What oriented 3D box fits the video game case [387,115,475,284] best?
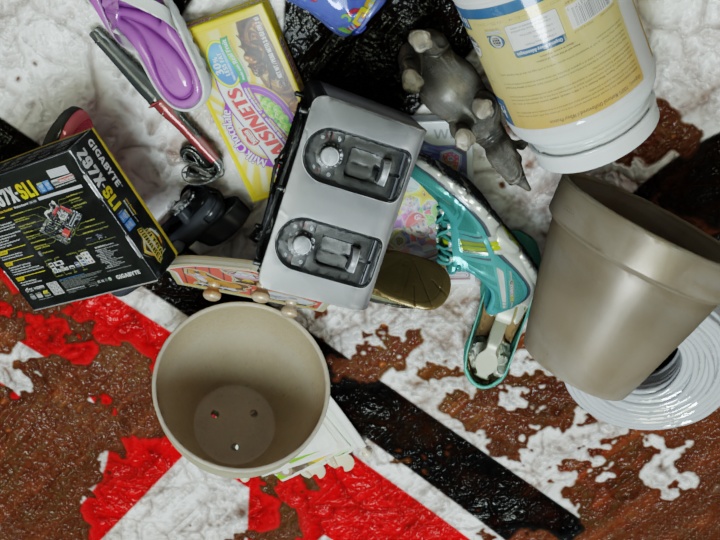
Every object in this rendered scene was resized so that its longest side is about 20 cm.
[{"bbox_3d":[0.052,-0.071,1.088,0.141,0.018,0.202,-1,123,8],"label":"video game case"}]

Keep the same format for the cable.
[{"bbox_3d":[0.322,0.095,1.137,0.199,0.070,0.200,-35,114,26],"label":"cable"}]

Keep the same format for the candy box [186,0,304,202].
[{"bbox_3d":[-0.104,-0.170,1.035,0.101,0.027,0.201,-13,121,19],"label":"candy box"}]

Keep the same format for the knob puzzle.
[{"bbox_3d":[-0.118,0.021,1.079,0.217,0.031,0.220,11,169,2],"label":"knob puzzle"}]

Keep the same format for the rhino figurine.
[{"bbox_3d":[0.106,-0.153,0.976,0.060,0.088,0.200,-38,105,17],"label":"rhino figurine"}]

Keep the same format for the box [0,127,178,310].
[{"bbox_3d":[-0.308,-0.046,1.039,0.198,0.049,0.161,-13,120,33],"label":"box"}]

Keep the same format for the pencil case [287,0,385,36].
[{"bbox_3d":[-0.067,-0.286,0.919,0.198,0.078,0.088,26,94,-10],"label":"pencil case"}]

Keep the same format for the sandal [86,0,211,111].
[{"bbox_3d":[-0.215,-0.240,0.967,0.082,0.050,0.203,-30,105,32],"label":"sandal"}]

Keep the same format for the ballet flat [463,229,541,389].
[{"bbox_3d":[0.159,0.054,1.127,0.067,0.071,0.202,12,124,1],"label":"ballet flat"}]

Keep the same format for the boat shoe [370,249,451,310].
[{"bbox_3d":[0.000,0.000,1.089,0.198,0.074,0.065,23,165,9],"label":"boat shoe"}]

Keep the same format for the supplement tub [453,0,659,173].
[{"bbox_3d":[0.179,-0.205,0.906,0.143,0.145,0.201,-20,119,19],"label":"supplement tub"}]

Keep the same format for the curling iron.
[{"bbox_3d":[-0.212,-0.167,1.048,0.049,0.026,0.201,-28,116,19],"label":"curling iron"}]

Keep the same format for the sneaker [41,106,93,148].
[{"bbox_3d":[-0.281,-0.085,1.078,0.086,0.074,0.202,18,134,11],"label":"sneaker"}]

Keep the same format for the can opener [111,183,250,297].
[{"bbox_3d":[-0.213,-0.027,1.121,0.199,0.064,0.079,-33,115,25],"label":"can opener"}]

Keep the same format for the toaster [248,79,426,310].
[{"bbox_3d":[-0.027,-0.076,0.963,0.117,0.200,0.183,17,102,-10],"label":"toaster"}]

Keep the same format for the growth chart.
[{"bbox_3d":[-0.096,0.219,1.300,0.198,0.018,0.146,-16,121,16],"label":"growth chart"}]

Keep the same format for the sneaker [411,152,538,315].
[{"bbox_3d":[0.108,-0.035,1.035,0.079,0.078,0.200,-37,108,10],"label":"sneaker"}]

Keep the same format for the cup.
[{"bbox_3d":[-0.143,0.158,1.180,0.198,0.202,0.144,15,151,-4],"label":"cup"}]

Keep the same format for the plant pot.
[{"bbox_3d":[0.249,0.024,0.995,0.198,0.200,0.175,23,107,-9],"label":"plant pot"}]
